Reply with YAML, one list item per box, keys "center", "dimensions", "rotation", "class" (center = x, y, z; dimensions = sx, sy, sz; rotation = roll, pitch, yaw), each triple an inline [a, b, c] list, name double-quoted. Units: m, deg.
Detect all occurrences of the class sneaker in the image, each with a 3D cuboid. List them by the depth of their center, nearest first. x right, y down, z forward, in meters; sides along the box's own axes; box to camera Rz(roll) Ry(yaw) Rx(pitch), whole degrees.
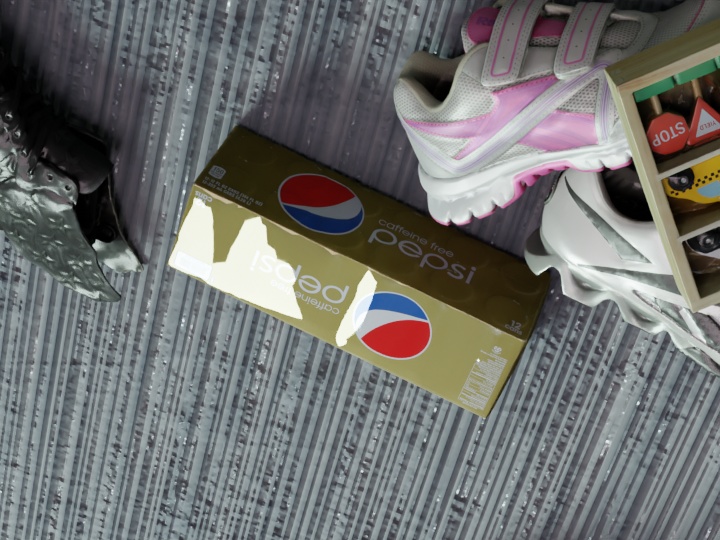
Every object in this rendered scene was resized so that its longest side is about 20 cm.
- center: [0.094, -0.095, 0.913]
  dimensions: [0.200, 0.081, 0.088]
  rotation: [-24, 114, 32]
  class: "sneaker"
- center: [0.188, -0.002, 0.947]
  dimensions: [0.199, 0.074, 0.089]
  rotation: [23, 130, 4]
  class: "sneaker"
- center: [-0.185, -0.073, 1.053]
  dimensions: [0.104, 0.060, 0.200]
  rotation: [12, 132, 14]
  class: "sneaker"

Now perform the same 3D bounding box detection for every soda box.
- center: [0.000, 0.000, 1.024]
  dimensions: [0.199, 0.068, 0.064]
  rotation: [26, 128, 3]
  class: "soda box"

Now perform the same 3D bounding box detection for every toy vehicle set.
- center: [0.224, -0.075, 0.857]
  dimensions: [0.199, 0.027, 0.125]
  rotation: [-23, 116, 3]
  class: "toy vehicle set"
